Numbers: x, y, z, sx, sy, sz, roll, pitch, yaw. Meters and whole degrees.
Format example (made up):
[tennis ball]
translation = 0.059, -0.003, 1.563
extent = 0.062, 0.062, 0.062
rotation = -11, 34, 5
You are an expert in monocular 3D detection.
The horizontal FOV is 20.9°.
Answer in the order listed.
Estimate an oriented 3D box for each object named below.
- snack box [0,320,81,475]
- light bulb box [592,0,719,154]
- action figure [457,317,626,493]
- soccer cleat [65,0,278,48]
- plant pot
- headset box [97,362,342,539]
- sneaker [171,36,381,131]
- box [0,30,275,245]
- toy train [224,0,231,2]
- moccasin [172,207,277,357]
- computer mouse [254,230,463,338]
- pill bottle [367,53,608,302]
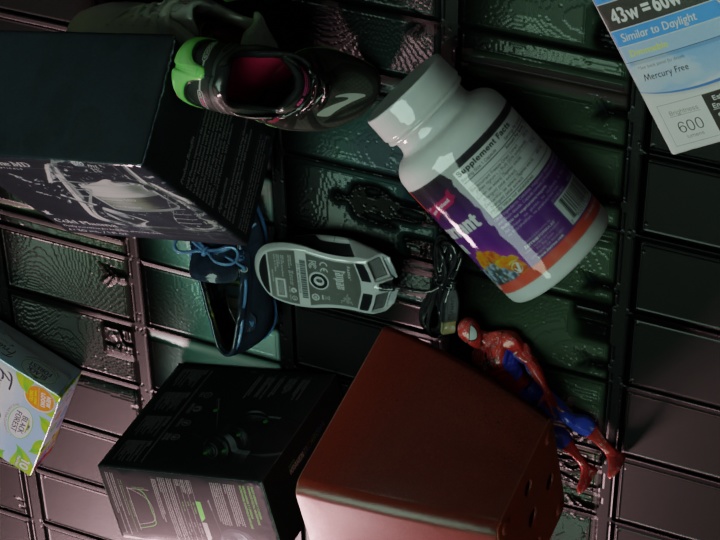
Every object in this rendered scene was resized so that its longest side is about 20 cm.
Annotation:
[snack box]
translation = -0.408, 0.112, 2.089
extent = 0.199, 0.053, 0.143
rotation = 31, 134, 4
[light bulb box]
translation = 0.283, -0.219, 1.413
extent = 0.198, 0.125, 0.201
rotation = -16, 116, 37
[action figure]
translation = 0.158, 0.118, 1.789
extent = 0.200, 0.052, 0.065
rotation = 49, 137, -9
[soccer cleat]
translation = -0.166, -0.212, 1.695
extent = 0.199, 0.070, 0.086
rotation = 10, 151, 13
[plant pot]
translation = 0.077, 0.201, 1.765
extent = 0.175, 0.200, 0.200
rotation = 12, 140, 23
[headset box]
translation = -0.121, 0.180, 1.901
extent = 0.199, 0.174, 0.093
rotation = 1, 124, 26
[sneaker]
translation = -0.060, -0.148, 1.619
extent = 0.084, 0.199, 0.077
rotation = 24, 110, 49
[box]
translation = -0.211, -0.115, 1.703
extent = 0.199, 0.125, 0.197
rotation = 4, 161, 27
[toy train]
translation = -0.123, -0.274, 1.580
extent = 0.056, 0.042, 0.200
rotation = -12, 159, 13
[moccasin]
translation = -0.124, -0.007, 1.827
extent = 0.080, 0.068, 0.201
rotation = 6, 126, 38
[computer mouse]
translation = 0.000, 0.000, 1.790
extent = 0.199, 0.044, 0.110
rotation = 10, 129, 17
[pill bottle]
translation = 0.102, -0.080, 1.625
extent = 0.200, 0.112, 0.111
rotation = 46, 132, -9
